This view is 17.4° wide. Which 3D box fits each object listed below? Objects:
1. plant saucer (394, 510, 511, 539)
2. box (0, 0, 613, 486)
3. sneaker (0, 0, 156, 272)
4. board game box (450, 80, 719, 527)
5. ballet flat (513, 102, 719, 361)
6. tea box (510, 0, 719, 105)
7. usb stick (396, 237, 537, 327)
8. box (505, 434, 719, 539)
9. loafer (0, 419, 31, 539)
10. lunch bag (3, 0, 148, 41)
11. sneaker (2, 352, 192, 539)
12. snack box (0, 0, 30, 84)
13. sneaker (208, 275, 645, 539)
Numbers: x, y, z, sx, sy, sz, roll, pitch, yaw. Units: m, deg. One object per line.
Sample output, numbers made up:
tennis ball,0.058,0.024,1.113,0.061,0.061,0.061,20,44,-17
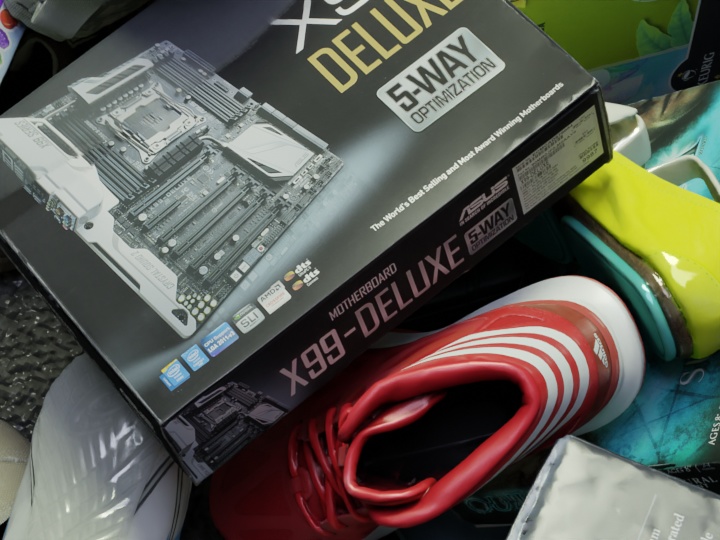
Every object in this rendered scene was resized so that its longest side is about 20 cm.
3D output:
plant saucer,0.099,0.065,0.962,0.199,0.019,0.070,-28,63,-18
box,-0.031,-0.041,0.870,0.199,0.050,0.158,-37,56,-10
sneaker,-0.114,-0.088,1.019,0.070,0.076,0.201,26,61,15
board game box,0.117,0.007,0.924,0.135,0.028,0.201,-13,43,42
ballet flat,0.095,-0.030,0.910,0.067,0.067,0.200,-34,36,-9
tea box,0.084,-0.180,1.046,0.195,0.134,0.201,-16,60,-10
usb stick,0.000,0.000,0.949,0.199,0.033,0.056,-14,73,-38
box,0.136,0.165,0.825,0.199,0.148,0.105,20,60,12
loafer,-0.168,0.136,0.879,0.068,0.076,0.201,15,58,15
lunch bag,-0.065,-0.194,0.923,0.117,0.164,0.201,25,62,-24
sneaker,-0.105,0.120,0.850,0.071,0.073,0.201,4,53,23
snack box,-0.182,-0.134,1.012,0.053,0.142,0.201,36,54,-27
sneaker,-0.003,0.061,0.854,0.115,0.199,0.079,-17,77,-57
